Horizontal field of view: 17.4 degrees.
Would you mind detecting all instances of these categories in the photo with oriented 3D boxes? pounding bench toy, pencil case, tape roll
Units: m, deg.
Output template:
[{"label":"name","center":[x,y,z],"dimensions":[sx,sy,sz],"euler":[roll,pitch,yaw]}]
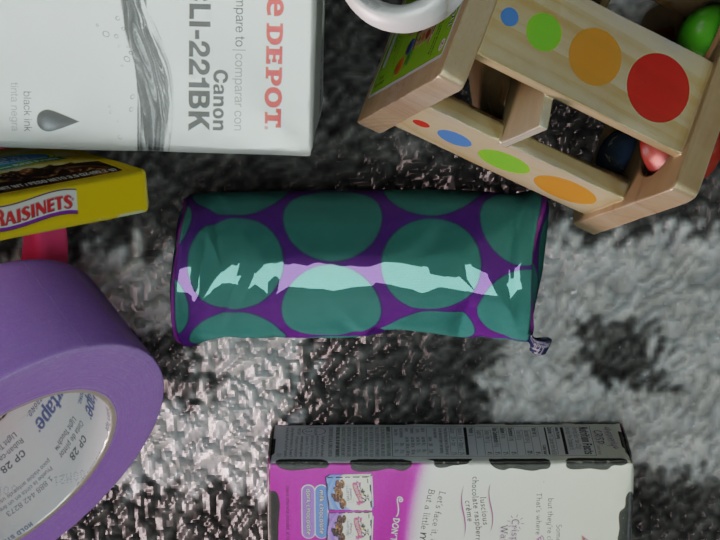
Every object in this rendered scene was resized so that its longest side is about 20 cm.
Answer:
[{"label":"pounding bench toy","center":[0.119,-0.140,1.167],"dimensions":[0.156,0.124,0.200],"euler":[24,76,-14]},{"label":"pencil case","center":[0.000,0.000,1.244],"dimensions":[0.200,0.085,0.092],"euler":[0,152,1]},{"label":"tape roll","center":[-0.201,0.087,1.216],"dimensions":[0.200,0.200,0.066],"euler":[-48,64,15]}]

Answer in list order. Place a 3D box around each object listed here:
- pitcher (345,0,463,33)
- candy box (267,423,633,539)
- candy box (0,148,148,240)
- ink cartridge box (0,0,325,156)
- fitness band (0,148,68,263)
[{"label":"pitcher","center":[0.034,-0.221,1.079],"dimensions":[0.200,0.121,0.172],"euler":[-42,75,2]},{"label":"candy box","center":[0.049,0.157,1.312],"dimensions":[0.200,0.061,0.137],"euler":[1,109,0]},{"label":"candy box","center":[-0.214,-0.031,1.145],"dimensions":[0.200,0.102,0.026],"euler":[-12,106,-34]},{"label":"ink cartridge box","center":[-0.117,-0.138,1.195],"dimensions":[0.200,0.084,0.145],"euler":[1,109,-1]},{"label":"fitness band","center":[-0.244,0.007,1.220],"dimensions":[0.200,0.037,0.144],"euler":[-26,116,-27]}]
